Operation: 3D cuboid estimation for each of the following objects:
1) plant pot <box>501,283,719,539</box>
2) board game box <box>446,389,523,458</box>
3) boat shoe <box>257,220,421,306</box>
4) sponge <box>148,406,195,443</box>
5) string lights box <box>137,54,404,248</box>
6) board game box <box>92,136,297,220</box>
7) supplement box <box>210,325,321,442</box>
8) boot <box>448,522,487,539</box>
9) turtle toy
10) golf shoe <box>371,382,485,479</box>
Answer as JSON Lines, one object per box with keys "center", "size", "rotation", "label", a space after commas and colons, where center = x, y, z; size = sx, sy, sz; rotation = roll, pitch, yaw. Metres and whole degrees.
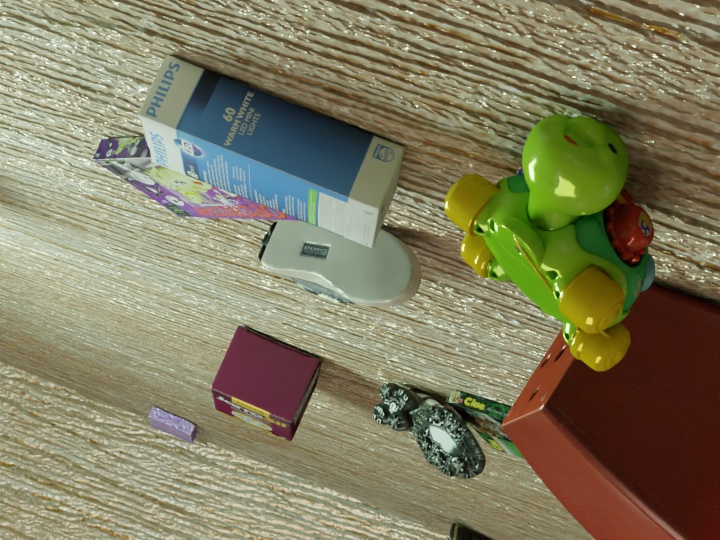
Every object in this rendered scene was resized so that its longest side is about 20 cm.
{"center": [0.238, 0.118, 1.123], "size": [0.176, 0.200, 0.200], "rotation": [36, 164, 0], "label": "plant pot"}
{"center": [0.194, 0.214, 1.787], "size": [0.104, 0.024, 0.200], "rotation": [13, 162, 29], "label": "board game box"}
{"center": [0.000, 0.000, 1.276], "size": [0.200, 0.075, 0.093], "rotation": [19, 173, 44], "label": "boat shoe"}
{"center": [-0.450, 0.373, 3.220], "size": [0.111, 0.030, 0.200], "rotation": [23, 164, 0], "label": "sponge"}
{"center": [-0.070, -0.092, 1.066], "size": [0.199, 0.059, 0.103], "rotation": [22, 164, 3], "label": "string lights box"}
{"center": [-0.154, -0.087, 1.266], "size": [0.120, 0.032, 0.200], "rotation": [29, 164, -37], "label": "board game box"}
{"center": [-0.137, 0.168, 1.952], "size": [0.131, 0.103, 0.200], "rotation": [23, 164, 3], "label": "supplement box"}
{"center": [0.264, 0.611, 2.953], "size": [0.138, 0.078, 0.200], "rotation": [14, 176, 14], "label": "boot"}
{"center": [0.138, -0.029, 0.899], "size": [0.146, 0.101, 0.200], "rotation": [42, 171, 25], "label": "turtle toy"}
{"center": [0.109, 0.210, 1.785], "size": [0.094, 0.078, 0.200], "rotation": [15, -164, -46], "label": "golf shoe"}
